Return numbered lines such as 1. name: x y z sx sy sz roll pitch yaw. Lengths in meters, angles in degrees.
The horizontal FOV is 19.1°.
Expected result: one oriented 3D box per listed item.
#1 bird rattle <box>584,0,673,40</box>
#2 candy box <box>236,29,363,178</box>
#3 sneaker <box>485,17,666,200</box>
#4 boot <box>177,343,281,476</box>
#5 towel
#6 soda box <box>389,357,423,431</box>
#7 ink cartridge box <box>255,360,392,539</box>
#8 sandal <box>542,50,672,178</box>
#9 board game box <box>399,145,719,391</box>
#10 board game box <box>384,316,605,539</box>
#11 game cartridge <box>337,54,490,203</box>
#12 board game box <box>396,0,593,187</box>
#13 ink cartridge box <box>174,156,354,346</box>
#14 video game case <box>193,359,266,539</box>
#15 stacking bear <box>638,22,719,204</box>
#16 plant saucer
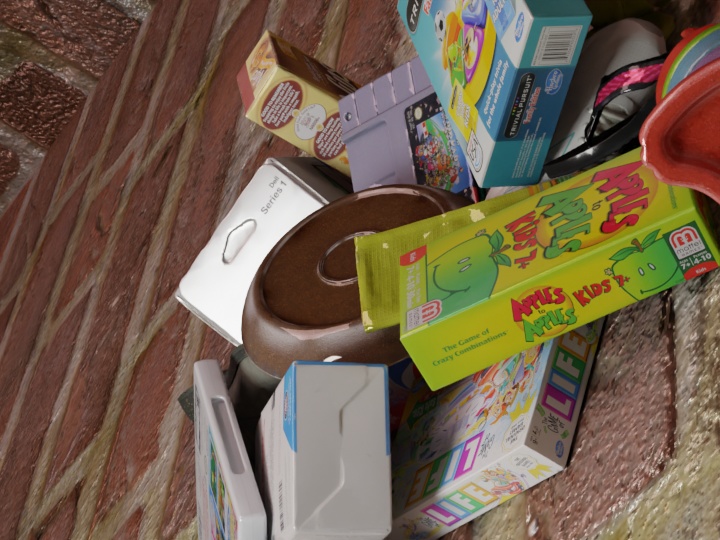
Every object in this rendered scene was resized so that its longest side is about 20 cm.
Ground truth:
1. bird rattle: 0.188 -0.225 1.518 0.200 0.163 0.113 126 147 -49
2. candy box: -0.004 -0.117 1.785 0.055 0.200 0.115 -56 17 13
3. sneaker: 0.160 -0.082 1.504 0.200 0.070 0.080 -60 22 21
4. boot: -0.055 0.117 1.615 0.068 0.131 0.200 -21 -12 -37
5. towel: 0.092 -0.018 1.445 0.200 0.018 0.086 -17 44 12
6. soda box: 0.033 0.064 1.595 0.200 0.070 0.063 -37 30 52
7. ink cartridge box: -0.029 0.141 1.476 0.200 0.068 0.116 123 148 -71
8. sandal: 0.198 -0.128 1.410 0.200 0.045 0.075 -36 3 25
9. board game box: 0.123 -0.007 1.349 0.200 0.048 0.102 -25 27 15
10. board game box: 0.083 0.102 1.445 0.200 0.034 0.135 -38 27 51
11. game cartridge: 0.048 -0.064 1.639 0.130 0.038 0.200 -29 63 43
12. board game box: 0.088 -0.180 1.492 0.151 0.047 0.200 105 153 -43
13. ink cartridge box: -0.051 -0.017 1.802 0.145 0.084 0.200 -55 -14 14
14. video game case: -0.095 0.197 1.568 0.182 0.024 0.200 -113 20 -52
15. stacking bear: 0.225 -0.098 1.266 0.114 0.121 0.200 -49 11 12
16. plant saucer: 0.000 0.000 1.527 0.200 0.032 0.200 -18 36 14
